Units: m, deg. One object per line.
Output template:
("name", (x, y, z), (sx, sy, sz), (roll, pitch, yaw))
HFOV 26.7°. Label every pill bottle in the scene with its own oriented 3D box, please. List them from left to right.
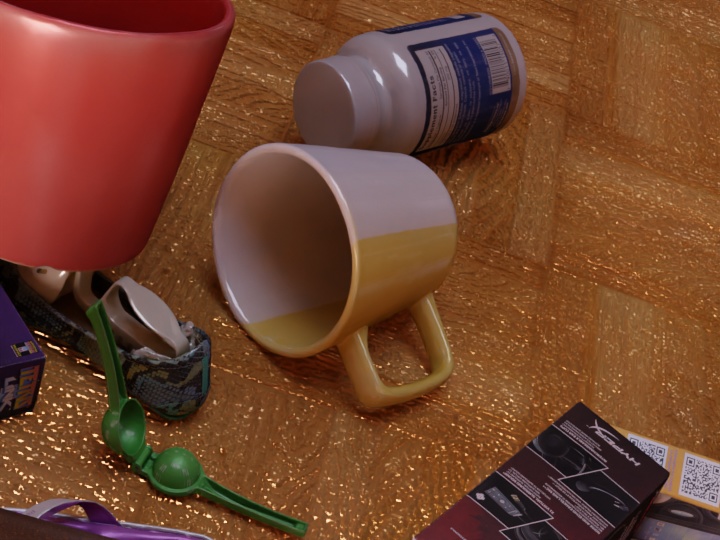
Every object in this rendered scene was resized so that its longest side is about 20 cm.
("pill bottle", (0.042, -0.155, 1.315), (0.199, 0.112, 0.111), (-18, 52, -39))

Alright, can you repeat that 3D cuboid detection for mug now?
("mug", (-0.006, -0.006, 1.124), (0.148, 0.189, 0.152), (8, 14, 41))

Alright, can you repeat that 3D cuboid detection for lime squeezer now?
("lime squeezer", (-0.120, 0.108, 0.968), (0.200, 0.070, 0.038), (49, 18, -12))

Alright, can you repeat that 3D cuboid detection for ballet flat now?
("ballet flat", (-0.179, 0.021, 1.037), (0.199, 0.075, 0.074), (31, 39, 13))

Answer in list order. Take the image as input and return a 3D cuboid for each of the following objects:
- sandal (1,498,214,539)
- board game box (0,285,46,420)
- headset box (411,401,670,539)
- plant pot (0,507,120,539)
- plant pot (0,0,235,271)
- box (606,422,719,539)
("sandal", (-0.171, 0.163, 0.885), (0.200, 0.050, 0.083), (4, 41, -21))
("board game box", (-0.321, 0.024, 0.977), (0.164, 0.057, 0.200), (-15, 51, -36))
("headset box", (0.080, 0.190, 0.891), (0.077, 0.150, 0.199), (38, 42, 22))
("plant pot", (-0.217, 0.191, 0.730), (0.196, 0.201, 0.202), (15, 37, -20))
("plant pot", (-0.195, -0.110, 1.005), (0.198, 0.179, 0.201), (12, 25, -6))
("box", (0.227, 0.166, 1.010), (0.198, 0.119, 0.042), (20, 61, -2))
